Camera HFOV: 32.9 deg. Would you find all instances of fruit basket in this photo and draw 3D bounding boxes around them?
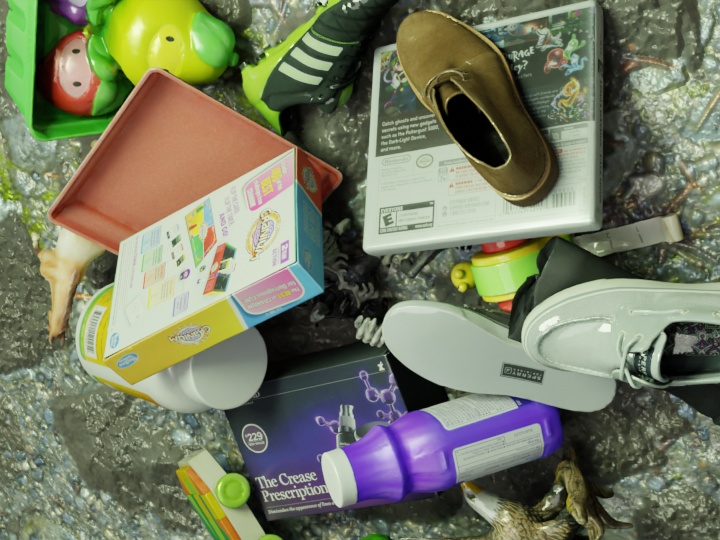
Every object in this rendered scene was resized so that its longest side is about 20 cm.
[{"bbox_3d":[-0.220,-0.214,1.098,0.215,0.155,0.216,16,112,43],"label":"fruit basket"}]

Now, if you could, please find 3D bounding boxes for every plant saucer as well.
[{"bbox_3d":[-0.151,-0.077,1.110,0.199,0.037,0.200,28,124,-23],"label":"plant saucer"}]

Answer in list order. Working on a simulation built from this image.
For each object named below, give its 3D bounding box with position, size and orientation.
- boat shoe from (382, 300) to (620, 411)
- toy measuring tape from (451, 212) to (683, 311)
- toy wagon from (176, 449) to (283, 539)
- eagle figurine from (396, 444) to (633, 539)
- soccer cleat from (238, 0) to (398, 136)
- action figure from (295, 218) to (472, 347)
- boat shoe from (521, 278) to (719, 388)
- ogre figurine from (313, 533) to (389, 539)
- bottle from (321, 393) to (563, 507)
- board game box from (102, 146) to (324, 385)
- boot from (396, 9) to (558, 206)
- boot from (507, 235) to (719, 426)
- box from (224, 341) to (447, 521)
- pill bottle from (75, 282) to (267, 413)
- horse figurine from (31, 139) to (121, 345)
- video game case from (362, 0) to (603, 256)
[{"bbox_3d":[0.116,0.066,1.013,0.200,0.057,0.069,17,116,2],"label":"boat shoe"},{"bbox_3d":[0.158,-0.008,0.990,0.200,0.074,0.074,-12,101,33],"label":"toy measuring tape"},{"bbox_3d":[-0.115,0.269,1.215,0.200,0.040,0.155,59,160,-1],"label":"toy wagon"},{"bbox_3d":[0.125,0.242,1.053,0.200,0.152,0.151,-47,57,17],"label":"eagle figurine"},{"bbox_3d":[-0.021,-0.186,1.036,0.200,0.068,0.081,-30,97,41],"label":"soccer cleat"},{"bbox_3d":[0.000,0.000,1.066,0.119,0.102,0.200,48,122,-2],"label":"action figure"},{"bbox_3d":[0.212,0.049,0.869,0.200,0.072,0.070,-5,114,17],"label":"boat shoe"},{"bbox_3d":[0.036,0.315,1.147,0.200,0.120,0.098,19,112,21],"label":"ogre figurine"},{"bbox_3d":[0.068,0.148,1.023,0.084,0.200,0.065,-170,67,-70],"label":"bottle"},{"bbox_3d":[-0.125,-0.005,1.049,0.200,0.153,0.040,-26,130,20],"label":"board game box"},{"bbox_3d":[0.077,-0.139,0.927,0.074,0.075,0.200,-42,56,17],"label":"boot"},{"bbox_3d":[0.232,0.020,0.929,0.200,0.066,0.165,26,117,3],"label":"boot"},{"bbox_3d":[-0.017,0.147,1.144,0.200,0.079,0.141,-16,96,33],"label":"box"},{"bbox_3d":[-0.176,0.073,1.148,0.200,0.111,0.111,9,113,51],"label":"pill bottle"},{"bbox_3d":[-0.270,-0.041,1.196,0.200,0.050,0.133,-48,39,23],"label":"horse figurine"},{"bbox_3d":[0.095,-0.109,0.964,0.200,0.023,0.182,-6,72,32],"label":"video game case"}]
